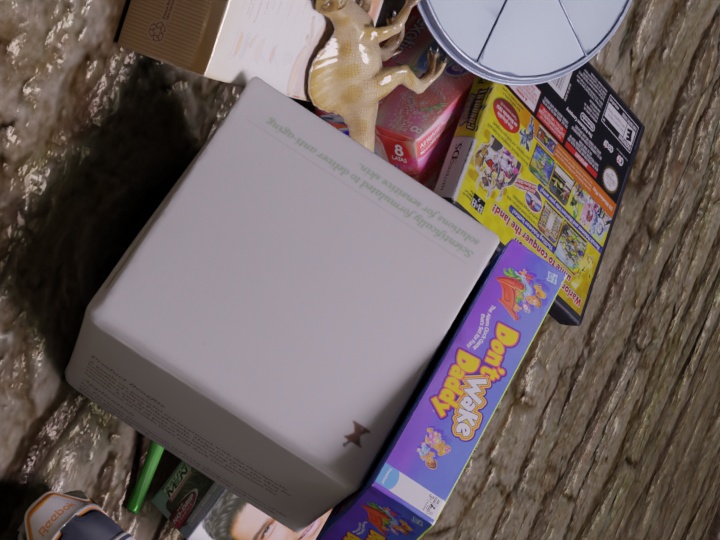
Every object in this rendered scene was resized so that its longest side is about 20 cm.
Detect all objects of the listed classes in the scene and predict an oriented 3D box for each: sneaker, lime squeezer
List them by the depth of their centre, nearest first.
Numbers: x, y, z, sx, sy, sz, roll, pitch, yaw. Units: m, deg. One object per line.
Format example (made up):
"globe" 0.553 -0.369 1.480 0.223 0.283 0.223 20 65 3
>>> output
"sneaker" -0.199 0.202 1.211 0.078 0.079 0.200 -46 172 -28
"lime squeezer" -0.123 0.087 1.304 0.201 0.038 0.071 -63 155 -14

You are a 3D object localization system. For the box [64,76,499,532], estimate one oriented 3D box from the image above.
"box" -0.055 0.027 1.146 0.201 0.198 0.171 -58 -178 -22

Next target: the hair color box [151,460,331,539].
"hair color box" -0.055 0.185 1.360 0.200 0.061 0.099 35 92 -44

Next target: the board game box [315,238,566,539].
"board game box" 0.049 0.092 1.128 0.201 0.045 0.135 -58 -178 -30

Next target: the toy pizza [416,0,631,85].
"toy pizza" 0.116 -0.234 1.257 0.199 0.032 0.202 -6 104 -26

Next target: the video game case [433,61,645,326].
"video game case" 0.140 -0.082 1.342 0.200 0.025 0.182 39 65 -44

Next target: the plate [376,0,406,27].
"plate" 0.053 -0.201 1.434 0.201 0.032 0.200 -66 155 -6

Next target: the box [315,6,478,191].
"box" 0.060 -0.133 1.354 0.200 0.094 0.103 -48 147 -36

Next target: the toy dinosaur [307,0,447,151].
"toy dinosaur" 0.004 -0.136 1.214 0.101 0.058 0.201 -34 134 -27

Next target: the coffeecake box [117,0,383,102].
"coffeecake box" -0.057 -0.199 1.167 0.200 0.073 0.155 4 106 -64
